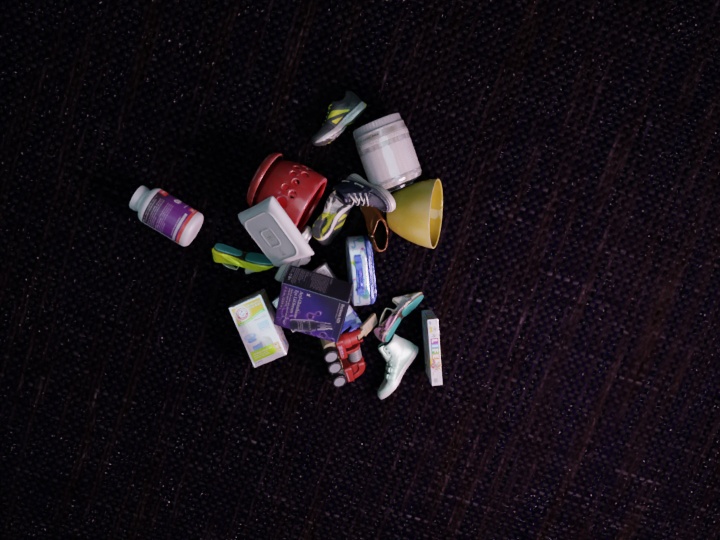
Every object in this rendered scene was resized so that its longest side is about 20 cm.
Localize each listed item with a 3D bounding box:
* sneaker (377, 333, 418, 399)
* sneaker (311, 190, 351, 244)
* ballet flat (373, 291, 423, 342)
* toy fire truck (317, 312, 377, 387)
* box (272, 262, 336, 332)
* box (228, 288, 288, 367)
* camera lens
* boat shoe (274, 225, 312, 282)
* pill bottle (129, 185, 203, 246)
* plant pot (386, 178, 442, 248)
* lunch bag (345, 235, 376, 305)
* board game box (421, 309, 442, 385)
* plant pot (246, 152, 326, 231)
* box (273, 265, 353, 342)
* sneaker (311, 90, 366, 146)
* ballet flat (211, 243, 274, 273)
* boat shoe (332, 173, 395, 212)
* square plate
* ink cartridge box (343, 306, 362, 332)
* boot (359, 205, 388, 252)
[{"bbox_3d":[0.082,0.295,1.809,0.117,0.074,0.202,34,86,-13],"label":"sneaker"},{"bbox_3d":[-0.078,-0.165,1.739,0.074,0.085,0.201,32,74,18],"label":"sneaker"},{"bbox_3d":[0.111,0.130,1.791,0.071,0.069,0.201,36,80,26],"label":"ballet flat"},{"bbox_3d":[-0.021,0.235,1.777,0.197,0.129,0.178,-19,129,-6],"label":"toy fire truck"},{"bbox_3d":[-0.154,0.080,1.742,0.198,0.060,0.118,-33,97,5],"label":"box"},{"bbox_3d":[-0.310,0.174,1.765,0.111,0.101,0.203,-21,98,0],"label":"box"},{"bbox_3d":[0.080,-0.336,1.680,0.158,0.160,0.203,-20,98,1],"label":"camera lens"},{"bbox_3d":[-0.189,-0.043,1.753,0.071,0.070,0.202,28,111,-14],"label":"boat shoe"},{"bbox_3d":[-0.574,-0.166,1.703,0.198,0.112,0.113,32,96,-6],"label":"pill bottle"},{"bbox_3d":[0.157,-0.173,1.706,0.139,0.200,0.204,6,98,18],"label":"plant pot"},{"bbox_3d":[0.000,0.000,1.723,0.081,0.161,0.204,-6,97,-1],"label":"lunch bag"},{"bbox_3d":[0.219,0.235,1.777,0.034,0.135,0.204,-5,99,-2],"label":"board game box"},{"bbox_3d":[-0.220,-0.223,1.667,0.181,0.200,0.202,29,96,-1],"label":"plant pot"},{"bbox_3d":[-0.133,0.095,1.640,0.197,0.105,0.150,16,120,0],"label":"box"},{"bbox_3d":[-0.076,-0.450,1.710,0.199,0.074,0.085,-40,92,-5],"label":"sneaker"},{"bbox_3d":[-0.359,-0.027,1.762,0.197,0.067,0.068,16,118,-2],"label":"ballet flat"},{"bbox_3d":[0.006,-0.205,1.644,0.092,0.199,0.076,-33,135,-26],"label":"boat shoe"},{"bbox_3d":[-0.248,-0.100,1.637,0.199,0.198,0.028,55,52,-17],"label":"square plate"},{"bbox_3d":[-0.095,0.128,1.800,0.119,0.042,0.201,-38,99,3],"label":"ink cartridge box"},{"bbox_3d":[0.040,-0.154,1.706,0.075,0.155,0.204,-6,98,-1],"label":"boot"}]
